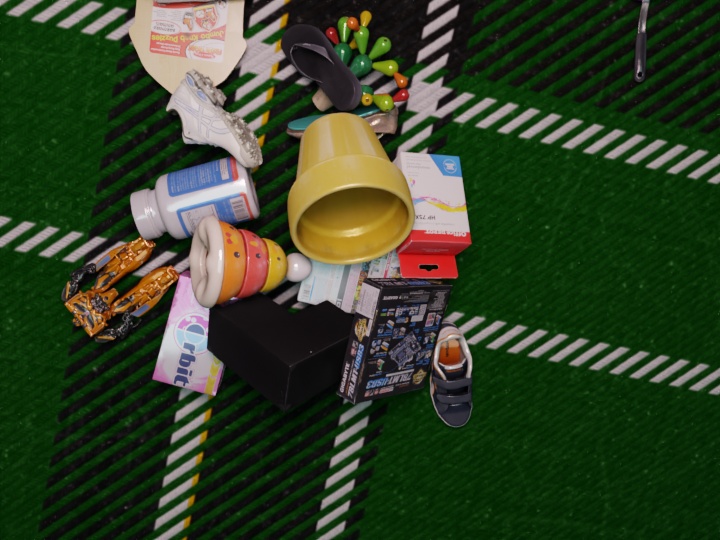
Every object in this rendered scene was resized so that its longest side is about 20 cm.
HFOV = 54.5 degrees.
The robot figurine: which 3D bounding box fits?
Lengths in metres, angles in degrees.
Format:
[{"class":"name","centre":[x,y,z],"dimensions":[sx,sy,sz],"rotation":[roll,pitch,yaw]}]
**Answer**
[{"class":"robot figurine","centre":[-0.423,0.034,1.214],"dimensions":[0.199,0.058,0.146],"rotation":[-38,97,0]}]

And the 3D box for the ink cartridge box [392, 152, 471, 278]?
[{"class":"ink cartridge box","centre":[0.118,-0.092,1.185],"dimensions":[0.115,0.067,0.203],"rotation":[0,72,-21]}]

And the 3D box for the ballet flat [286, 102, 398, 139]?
[{"class":"ballet flat","centre":[-0.027,-0.239,1.210],"dimensions":[0.197,0.068,0.068],"rotation":[-12,123,-1]}]

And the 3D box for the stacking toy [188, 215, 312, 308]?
[{"class":"stacking toy","centre":[-0.172,-0.012,1.149],"dimensions":[0.198,0.146,0.148],"rotation":[1,98,-29]}]

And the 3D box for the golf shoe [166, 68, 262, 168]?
[{"class":"golf shoe","centre":[-0.241,-0.228,1.148],"dimensions":[0.097,0.078,0.201],"rotation":[-42,74,12]}]

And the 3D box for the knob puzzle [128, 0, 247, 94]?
[{"class":"knob puzzle","centre":[-0.290,-0.390,1.184],"dimensions":[0.217,0.030,0.223],"rotation":[-1,97,-5]}]

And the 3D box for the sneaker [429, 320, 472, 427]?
[{"class":"sneaker","centre":[0.165,0.198,1.272],"dimensions":[0.077,0.079,0.203],"rotation":[-11,99,-4]}]

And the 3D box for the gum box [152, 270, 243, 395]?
[{"class":"gum box","centre":[-0.280,0.104,1.230],"dimensions":[0.112,0.066,0.202],"rotation":[16,96,-5]}]

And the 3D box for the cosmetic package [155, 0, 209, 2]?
[{"class":"cosmetic package","centre":[-0.256,-0.538,1.065],"dimensions":[0.163,0.200,0.167],"rotation":[-5,82,-5]}]

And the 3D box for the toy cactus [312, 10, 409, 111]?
[{"class":"toy cactus","centre":[-0.015,-0.330,1.174],"dimensions":[0.164,0.102,0.201],"rotation":[-36,78,23]}]

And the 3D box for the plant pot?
[{"class":"plant pot","centre":[-0.024,-0.142,1.131],"dimensions":[0.198,0.202,0.191],"rotation":[-7,56,-3]}]

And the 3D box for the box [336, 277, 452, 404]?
[{"class":"box","centre":[0.060,0.113,1.180],"dimensions":[0.199,0.049,0.201],"rotation":[-1,111,-48]}]

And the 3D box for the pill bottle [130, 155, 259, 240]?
[{"class":"pill bottle","centre":[-0.278,-0.118,1.180],"dimensions":[0.197,0.112,0.114],"rotation":[-15,98,-3]}]

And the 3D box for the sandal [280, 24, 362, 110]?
[{"class":"sandal","centre":[-0.071,-0.341,1.148],"dimensions":[0.200,0.043,0.077],"rotation":[47,128,27]}]

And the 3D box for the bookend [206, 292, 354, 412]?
[{"class":"bookend","centre":[-0.119,0.111,1.171],"dimensions":[0.199,0.198,0.093],"rotation":[30,125,30]}]

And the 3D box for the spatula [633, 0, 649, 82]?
[{"class":"spatula","centre":[0.503,-0.438,1.242],"dimensions":[0.056,0.021,0.203],"rotation":[1,100,8]}]

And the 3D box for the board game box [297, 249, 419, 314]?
[{"class":"board game box","centre":[0.000,0.000,1.241],"dimensions":[0.197,0.064,0.149],"rotation":[14,97,-5]}]
